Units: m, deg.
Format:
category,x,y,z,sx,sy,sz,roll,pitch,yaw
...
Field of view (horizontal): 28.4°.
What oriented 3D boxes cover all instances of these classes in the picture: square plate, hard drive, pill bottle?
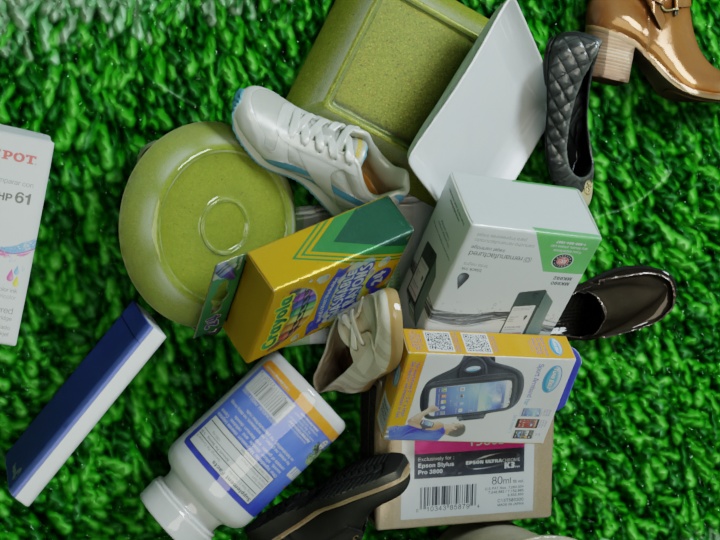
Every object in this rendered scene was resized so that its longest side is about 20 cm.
category,x,y,z,sx,sy,sz,roll,pitch,yaw
square plate,0.121,-0.144,1.429,0.199,0.028,0.200,-58,148,-12
hard drive,-0.267,0.123,1.372,0.025,0.132,0.200,40,87,-18
pill bottle,-0.121,0.186,1.433,0.200,0.112,0.112,-44,106,-5

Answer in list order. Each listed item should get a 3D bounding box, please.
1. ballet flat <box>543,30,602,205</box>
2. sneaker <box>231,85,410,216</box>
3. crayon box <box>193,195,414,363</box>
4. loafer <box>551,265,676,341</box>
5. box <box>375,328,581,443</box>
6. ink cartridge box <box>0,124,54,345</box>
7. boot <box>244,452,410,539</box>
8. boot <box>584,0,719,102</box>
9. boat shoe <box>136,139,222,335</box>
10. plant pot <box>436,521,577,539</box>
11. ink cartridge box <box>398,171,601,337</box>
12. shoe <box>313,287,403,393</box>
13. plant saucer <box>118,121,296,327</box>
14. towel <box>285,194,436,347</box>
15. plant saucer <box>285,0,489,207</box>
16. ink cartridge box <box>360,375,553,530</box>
category,x,y,z,sx,sy,sz,roll,pitch,yaw
ballet flat,0.225,-0.150,1.485,0.066,0.057,0.201,-45,135,-48
sneaker,-0.039,-0.121,1.390,0.200,0.081,0.077,34,51,-29
crayon box,-0.054,0.014,1.362,0.199,0.126,0.052,-23,65,-31
loafer,0.257,0.046,1.537,0.199,0.071,0.073,-14,102,-13
box,0.125,0.118,1.424,0.199,0.042,0.120,4,128,-14
ink cartridge box,-0.378,-0.043,1.342,0.144,0.085,0.201,10,94,-16
boot,-0.004,0.279,1.458,0.199,0.077,0.139,-29,96,32
boot,0.334,-0.264,1.519,0.199,0.077,0.156,11,91,-9
boat shoe,-0.168,-0.031,1.411,0.071,0.066,0.202,-17,102,-12
plant pot,0.153,0.347,1.495,0.199,0.183,0.202,-2,99,-15
ink cartridge box,0.129,0.011,1.419,0.145,0.084,0.201,5,130,-21
shoe,-0.002,0.077,1.400,0.053,0.200,0.070,-7,66,-18
plant saucer,-0.138,-0.043,1.375,0.199,0.031,0.201,-4,96,-36
towel,0.000,0.000,1.481,0.199,0.031,0.150,-7,99,-14
plant saucer,0.048,-0.194,1.441,0.199,0.048,0.201,27,87,-12
ink cartridge box,0.102,0.181,1.513,0.199,0.075,0.166,-3,100,-14
